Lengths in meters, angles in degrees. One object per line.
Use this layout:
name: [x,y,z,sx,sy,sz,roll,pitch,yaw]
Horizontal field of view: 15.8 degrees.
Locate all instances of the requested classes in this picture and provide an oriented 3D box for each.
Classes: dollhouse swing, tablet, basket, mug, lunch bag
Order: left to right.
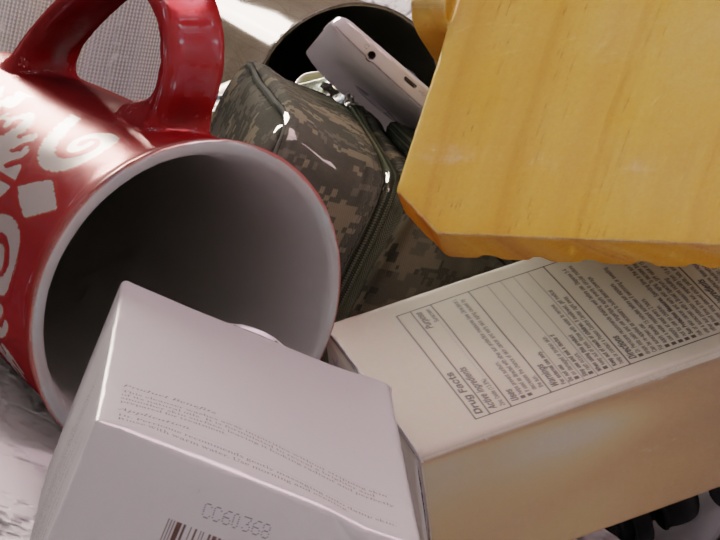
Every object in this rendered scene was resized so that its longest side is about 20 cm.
mug: [-0.103,-0.033,1.074,0.133,0.178,0.200,33,-2,-36]
basket: [-0.072,-0.153,1.869,0.180,0.137,0.200,5,16,-45]
lunch bag: [0.000,0.000,1.214,0.167,0.140,0.200,25,8,-13]
tablet: [0.028,-0.074,1.292,0.130,0.014,0.200,41,-3,-4]
dollhouse swing: [0.130,-0.056,1.112,0.199,0.176,0.182,2,-21,20]

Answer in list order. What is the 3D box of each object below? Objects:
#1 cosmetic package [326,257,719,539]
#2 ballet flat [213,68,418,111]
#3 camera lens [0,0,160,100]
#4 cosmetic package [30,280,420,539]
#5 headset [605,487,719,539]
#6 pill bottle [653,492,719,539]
cosmetic package: [0.096,0.045,1.055,0.199,0.071,0.105,-17,36,-14]
ballet flat: [-0.051,-0.084,1.518,0.199,0.075,0.074,-3,0,22]
camera lens: [-0.161,-0.156,1.433,0.159,0.201,0.160,13,13,-3]
cosmetic package: [-0.048,0.077,0.869,0.113,0.081,0.200,22,9,-5]
headset: [0.145,0.073,1.111,0.123,0.094,0.201,-10,50,10]
pill bottle: [0.245,0.113,1.229,0.199,0.112,0.112,20,10,-12]
